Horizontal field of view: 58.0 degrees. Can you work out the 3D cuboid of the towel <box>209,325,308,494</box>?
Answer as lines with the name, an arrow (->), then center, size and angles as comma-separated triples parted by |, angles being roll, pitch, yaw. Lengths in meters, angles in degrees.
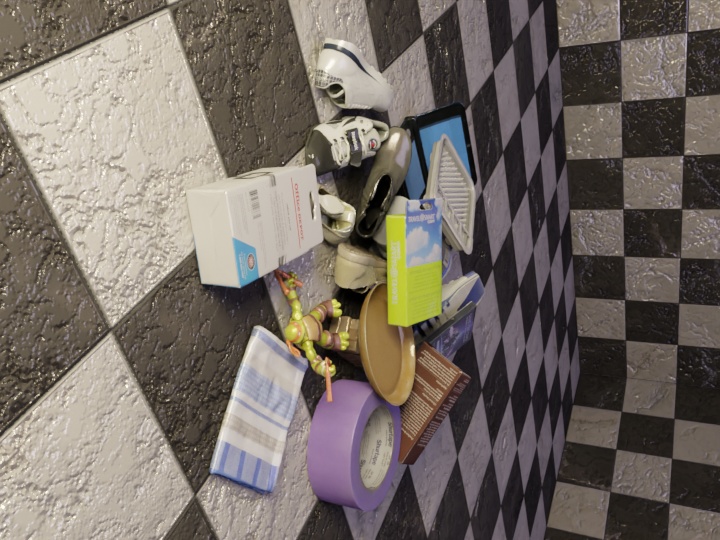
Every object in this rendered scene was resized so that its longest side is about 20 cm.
towel -> -0.135, 0.195, 0.905 | 0.147, 0.023, 0.205 | 49, 50, -52

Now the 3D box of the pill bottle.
pill bottle -> 0.095, -0.053, 1.238 | 0.200, 0.111, 0.117 | 41, 56, -56

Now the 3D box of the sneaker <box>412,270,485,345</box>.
sneaker -> 0.151, 0.058, 1.336 | 0.198, 0.115, 0.081 | -38, 136, -8

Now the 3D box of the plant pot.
plant pot -> 0.043, 0.124, 1.096 | 0.199, 0.027, 0.207 | 35, 51, -57

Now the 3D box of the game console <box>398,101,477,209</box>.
game console -> 0.153, -0.213, 1.333 | 0.172, 0.115, 0.204 | -59, 141, -43

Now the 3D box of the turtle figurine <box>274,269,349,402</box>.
turtle figurine -> -0.070, 0.097, 0.964 | 0.204, 0.063, 0.160 | 63, 18, 12

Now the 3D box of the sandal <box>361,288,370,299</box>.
sandal -> 0.057, 0.090, 1.210 | 0.076, 0.047, 0.202 | 56, -2, 44

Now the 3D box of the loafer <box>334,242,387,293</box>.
loafer -> 0.000, 0.000, 1.104 | 0.070, 0.074, 0.199 | -63, 158, 5

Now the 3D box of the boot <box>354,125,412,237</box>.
boot -> 0.044, -0.148, 1.081 | 0.131, 0.066, 0.206 | -152, -97, -86

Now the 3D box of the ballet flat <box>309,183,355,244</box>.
ballet flat -> -0.044, -0.088, 1.013 | 0.199, 0.068, 0.072 | 30, 66, -60

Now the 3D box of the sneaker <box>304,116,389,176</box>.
sneaker -> -0.017, -0.206, 1.037 | 0.200, 0.086, 0.076 | -47, 133, -50

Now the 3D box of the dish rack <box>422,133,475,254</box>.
dish rack -> 0.174, -0.147, 1.280 | 0.172, 0.043, 0.204 | 50, 39, -37

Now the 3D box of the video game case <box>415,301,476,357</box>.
video game case -> 0.153, 0.159, 1.316 | 0.198, 0.019, 0.144 | -37, 152, -18

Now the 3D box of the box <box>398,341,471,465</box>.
box -> 0.110, 0.250, 1.219 | 0.202, 0.099, 0.075 | -54, 148, 0

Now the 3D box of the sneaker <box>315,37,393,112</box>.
sneaker -> -0.012, -0.300, 1.068 | 0.198, 0.075, 0.083 | 23, 84, -57

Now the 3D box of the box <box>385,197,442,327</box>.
box -> 0.093, -0.018, 1.102 | 0.120, 0.047, 0.207 | -12, 104, -52

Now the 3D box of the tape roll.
tape roll -> -0.006, 0.293, 1.101 | 0.198, 0.083, 0.207 | -11, 103, -61

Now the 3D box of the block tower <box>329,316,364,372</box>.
block tower -> 0.010, 0.141, 1.151 | 0.200, 0.053, 0.060 | 42, 56, -56

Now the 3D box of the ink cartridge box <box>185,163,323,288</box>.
ink cartridge box -> -0.129, -0.066, 0.846 | 0.199, 0.065, 0.120 | -32, 120, -57
